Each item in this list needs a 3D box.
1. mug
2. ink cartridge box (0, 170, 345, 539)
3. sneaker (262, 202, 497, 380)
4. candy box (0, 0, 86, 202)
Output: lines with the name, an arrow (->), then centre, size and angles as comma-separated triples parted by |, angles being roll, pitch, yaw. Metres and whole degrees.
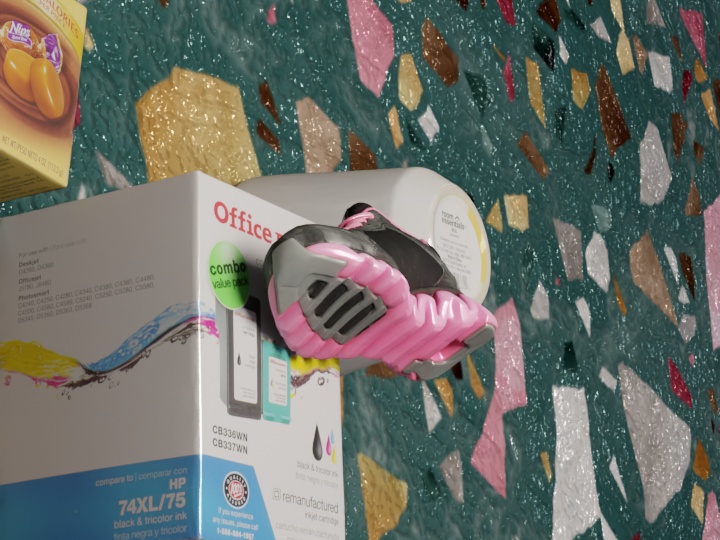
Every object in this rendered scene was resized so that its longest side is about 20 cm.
mug -> 0.008, -0.013, 1.273 | 0.150, 0.153, 0.187 | 62, 34, -25
ink cartridge box -> -0.107, 0.068, 1.061 | 0.147, 0.145, 0.201 | 22, 61, -56
sneaker -> 0.000, 0.000, 1.072 | 0.200, 0.079, 0.096 | 25, 36, -58
candy box -> -0.234, -0.128, 1.000 | 0.200, 0.056, 0.117 | 34, 53, -52
